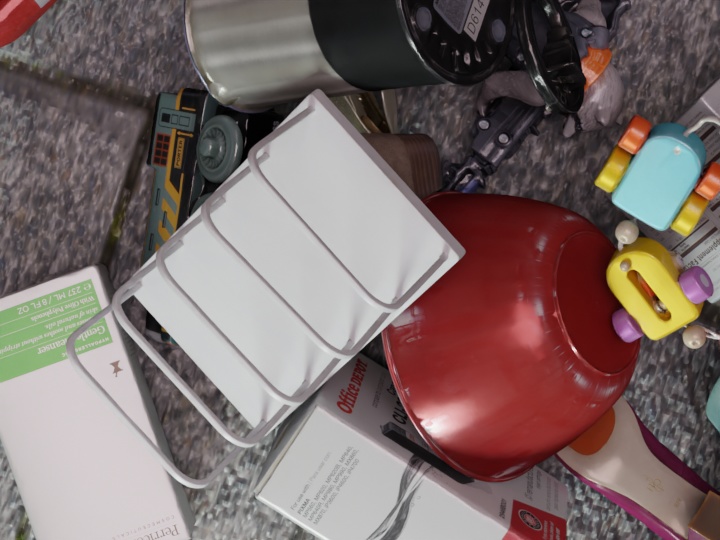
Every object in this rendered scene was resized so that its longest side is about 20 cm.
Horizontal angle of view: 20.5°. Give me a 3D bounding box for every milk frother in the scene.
[{"bbox_3d":[0.026,-0.156,1.303,0.181,0.187,0.201,-55,127,-34],"label":"milk frother"}]

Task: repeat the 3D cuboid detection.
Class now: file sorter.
[{"bbox_3d":[-0.064,0.017,1.238,0.139,0.125,0.200,47,118,0],"label":"file sorter"}]

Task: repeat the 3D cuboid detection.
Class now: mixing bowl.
[{"bbox_3d":[0.117,0.033,1.324,0.108,0.199,0.202,-16,92,39],"label":"mixing bowl"}]

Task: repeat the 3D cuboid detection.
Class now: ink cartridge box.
[{"bbox_3d":[0.038,0.151,1.365,0.199,0.144,0.084,32,106,-3],"label":"ink cartridge box"}]

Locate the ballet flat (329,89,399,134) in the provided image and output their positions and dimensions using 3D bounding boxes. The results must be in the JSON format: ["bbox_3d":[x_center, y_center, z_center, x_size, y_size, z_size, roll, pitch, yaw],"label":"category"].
[{"bbox_3d":[-0.017,-0.157,1.401,0.062,0.067,0.201,-19,101,26],"label":"ballet flat"}]

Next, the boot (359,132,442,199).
[{"bbox_3d":[0.000,0.000,1.365,0.145,0.070,0.202,-23,110,-30],"label":"boot"}]

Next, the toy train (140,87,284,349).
[{"bbox_3d":[-0.102,-0.035,1.384,0.085,0.114,0.202,2,98,-42],"label":"toy train"}]

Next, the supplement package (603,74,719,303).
[{"bbox_3d":[0.289,-0.101,1.334,0.111,0.156,0.200,45,63,2],"label":"supplement package"}]

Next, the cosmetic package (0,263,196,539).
[{"bbox_3d":[-0.196,0.106,1.392,0.107,0.085,0.202,-21,91,-3],"label":"cosmetic package"}]

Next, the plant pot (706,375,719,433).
[{"bbox_3d":[0.325,0.099,1.375,0.200,0.200,0.134,-46,65,-1],"label":"plant pot"}]

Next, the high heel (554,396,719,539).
[{"bbox_3d":[0.197,0.148,1.436,0.200,0.096,0.067,41,81,19],"label":"high heel"}]

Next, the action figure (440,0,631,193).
[{"bbox_3d":[0.094,-0.146,1.390,0.193,0.105,0.201,31,84,9],"label":"action figure"}]

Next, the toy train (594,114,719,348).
[{"bbox_3d":[0.227,-0.018,1.260,0.149,0.056,0.202,-4,116,22],"label":"toy train"}]

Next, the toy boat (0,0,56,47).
[{"bbox_3d":[-0.241,-0.251,1.359,0.131,0.131,0.200,44,89,-3],"label":"toy boat"}]
